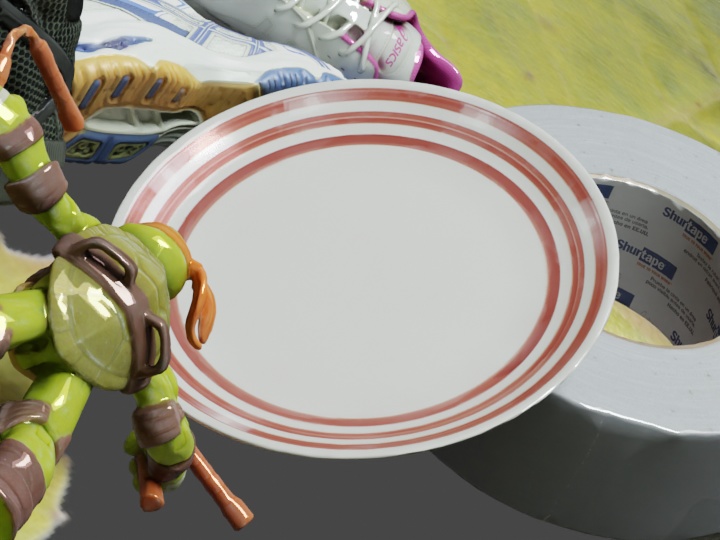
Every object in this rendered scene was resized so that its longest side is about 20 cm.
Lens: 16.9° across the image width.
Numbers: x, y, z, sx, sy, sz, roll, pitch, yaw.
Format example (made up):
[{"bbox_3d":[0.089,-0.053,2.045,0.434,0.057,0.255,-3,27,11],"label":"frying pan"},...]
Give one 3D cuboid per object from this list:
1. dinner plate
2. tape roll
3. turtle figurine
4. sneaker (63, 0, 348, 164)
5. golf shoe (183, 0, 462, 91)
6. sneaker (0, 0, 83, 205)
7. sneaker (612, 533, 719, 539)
[{"bbox_3d":[0.000,0.000,0.940,0.200,0.024,0.200,-2,48,3],"label":"dinner plate"},{"bbox_3d":[0.104,0.018,1.018,0.200,0.066,0.201,12,39,-10],"label":"tape roll"},{"bbox_3d":[-0.092,0.029,0.798,0.161,0.064,0.200,-47,122,-51],"label":"turtle figurine"},{"bbox_3d":[-0.075,-0.090,1.030,0.200,0.075,0.088,12,40,-50],"label":"sneaker"},{"bbox_3d":[-0.019,-0.123,1.086,0.091,0.075,0.200,22,-8,32],"label":"golf shoe"},{"bbox_3d":[-0.161,-0.079,0.823,0.076,0.115,0.199,20,14,26],"label":"sneaker"},{"bbox_3d":[0.158,0.108,1.070,0.104,0.075,0.200,12,35,-40],"label":"sneaker"}]
